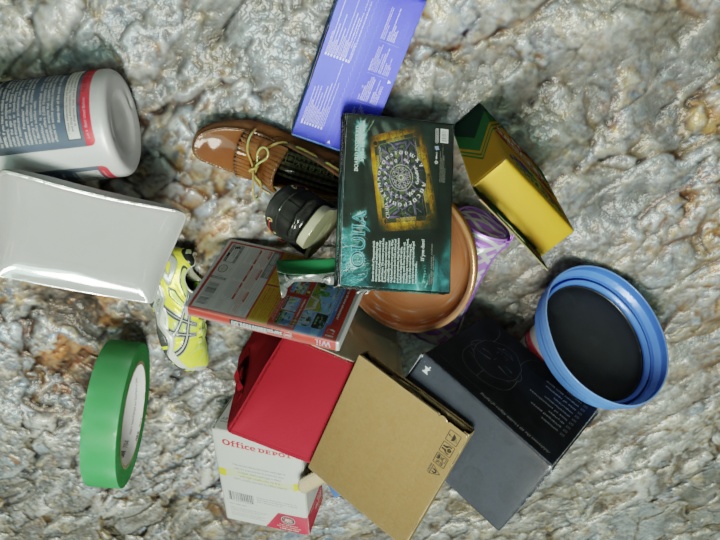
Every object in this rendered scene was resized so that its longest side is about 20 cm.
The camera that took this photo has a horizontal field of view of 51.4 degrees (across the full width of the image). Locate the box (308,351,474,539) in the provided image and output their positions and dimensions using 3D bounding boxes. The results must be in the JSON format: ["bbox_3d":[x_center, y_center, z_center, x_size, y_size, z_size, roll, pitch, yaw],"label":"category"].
[{"bbox_3d":[0.030,0.221,0.921,0.163,0.021,0.201,35,121,20],"label":"box"}]

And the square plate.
[{"bbox_3d":[-0.324,-0.037,0.883,0.197,0.029,0.200,12,142,-22],"label":"square plate"}]

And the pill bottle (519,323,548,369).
[{"bbox_3d":[0.245,0.182,1.097,0.119,0.120,0.200,25,119,-17],"label":"pill bottle"}]

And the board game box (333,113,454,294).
[{"bbox_3d":[0.039,-0.076,0.861,0.134,0.028,0.202,4,83,-13],"label":"board game box"}]

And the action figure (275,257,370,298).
[{"bbox_3d":[0.000,0.000,0.903,0.199,0.118,0.055,-8,94,-5],"label":"action figure"}]

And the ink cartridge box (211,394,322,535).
[{"bbox_3d":[-0.139,0.303,1.165,0.144,0.084,0.201,8,125,14],"label":"ink cartridge box"}]

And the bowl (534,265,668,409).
[{"bbox_3d":[0.321,0.091,1.002,0.200,0.202,0.039,20,146,-14],"label":"bowl"}]

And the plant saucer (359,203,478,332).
[{"bbox_3d":[0.061,-0.020,0.962,0.199,0.037,0.202,10,111,28],"label":"plant saucer"}]

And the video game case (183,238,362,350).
[{"bbox_3d":[-0.101,0.026,0.942,0.199,0.143,0.018,12,131,11],"label":"video game case"}]

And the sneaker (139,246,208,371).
[{"bbox_3d":[-0.239,0.058,1.029,0.076,0.076,0.201,-9,124,6],"label":"sneaker"}]

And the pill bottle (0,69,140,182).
[{"bbox_3d":[-0.366,-0.157,0.851,0.198,0.120,0.120,-6,123,2],"label":"pill bottle"}]

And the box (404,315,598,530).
[{"bbox_3d":[0.169,0.183,0.957,0.200,0.196,0.124,41,117,20],"label":"box"}]

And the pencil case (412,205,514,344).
[{"bbox_3d":[0.128,0.013,1.003,0.085,0.084,0.201,35,124,19],"label":"pencil case"}]

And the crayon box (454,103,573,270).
[{"bbox_3d":[0.175,-0.101,0.864,0.051,0.200,0.127,-39,117,21],"label":"crayon box"}]

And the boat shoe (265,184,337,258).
[{"bbox_3d":[-0.066,-0.060,0.895,0.063,0.201,0.074,36,90,5],"label":"boat shoe"}]

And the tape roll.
[{"bbox_3d":[-0.338,0.198,1.041,0.048,0.201,0.201,6,123,-6],"label":"tape roll"}]

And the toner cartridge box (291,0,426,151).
[{"bbox_3d":[-0.006,-0.238,0.864,0.094,0.043,0.201,17,121,-12],"label":"toner cartridge box"}]

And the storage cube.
[{"bbox_3d":[-0.059,0.134,1.027,0.199,0.171,0.180,24,118,-15],"label":"storage cube"}]

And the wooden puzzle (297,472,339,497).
[{"bbox_3d":[0.024,0.288,1.136,0.185,0.047,0.200,-32,163,17],"label":"wooden puzzle"}]

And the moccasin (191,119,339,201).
[{"bbox_3d":[-0.105,-0.128,0.911,0.200,0.078,0.074,19,120,-14],"label":"moccasin"}]
